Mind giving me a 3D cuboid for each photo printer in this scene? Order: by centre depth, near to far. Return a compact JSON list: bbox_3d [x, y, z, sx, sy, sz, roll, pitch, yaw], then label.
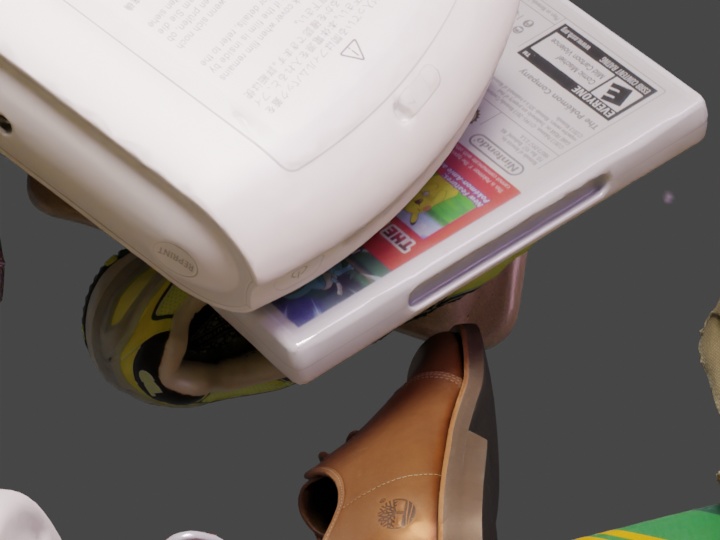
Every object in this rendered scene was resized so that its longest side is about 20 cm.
[{"bbox_3d":[-0.056,-0.090,0.998,0.200,0.070,0.167,36,61,10],"label":"photo printer"}]

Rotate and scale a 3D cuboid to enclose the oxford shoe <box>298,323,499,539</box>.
[{"bbox_3d":[0.015,0.068,1.051,0.071,0.072,0.200,-5,16,7],"label":"oxford shoe"}]

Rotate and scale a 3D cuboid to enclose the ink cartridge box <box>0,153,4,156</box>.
[{"bbox_3d":[-0.161,-0.122,1.175,0.199,0.050,0.163,-20,63,-36],"label":"ink cartridge box"}]

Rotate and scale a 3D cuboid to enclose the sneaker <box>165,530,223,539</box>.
[{"bbox_3d":[-0.100,0.137,0.952,0.199,0.113,0.072,-1,57,-19],"label":"sneaker"}]

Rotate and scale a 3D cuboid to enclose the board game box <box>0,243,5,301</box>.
[{"bbox_3d":[-0.234,-0.035,1.073,0.198,0.032,0.121,-4,51,-12],"label":"board game box"}]

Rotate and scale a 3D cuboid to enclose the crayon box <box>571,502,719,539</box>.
[{"bbox_3d":[0.080,0.162,1.045,0.199,0.051,0.127,-12,59,-28],"label":"crayon box"}]

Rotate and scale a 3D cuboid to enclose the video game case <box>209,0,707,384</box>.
[{"bbox_3d":[-0.008,-0.060,1.063,0.182,0.023,0.200,-31,48,-22],"label":"video game case"}]

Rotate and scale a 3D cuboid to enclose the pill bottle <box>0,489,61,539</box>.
[{"bbox_3d":[-0.188,0.130,0.885,0.199,0.112,0.112,-7,50,12],"label":"pill bottle"}]

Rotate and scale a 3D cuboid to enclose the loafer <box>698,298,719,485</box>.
[{"bbox_3d":[0.175,0.084,1.074,0.076,0.067,0.201,3,66,-32],"label":"loafer"}]

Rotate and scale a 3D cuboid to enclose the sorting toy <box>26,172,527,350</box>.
[{"bbox_3d":[-0.022,-0.077,1.165,0.199,0.036,0.186,17,67,-18],"label":"sorting toy"}]

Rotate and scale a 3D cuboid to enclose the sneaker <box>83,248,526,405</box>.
[{"bbox_3d":[0.000,0.000,1.076,0.199,0.076,0.076,-28,23,-8],"label":"sneaker"}]
